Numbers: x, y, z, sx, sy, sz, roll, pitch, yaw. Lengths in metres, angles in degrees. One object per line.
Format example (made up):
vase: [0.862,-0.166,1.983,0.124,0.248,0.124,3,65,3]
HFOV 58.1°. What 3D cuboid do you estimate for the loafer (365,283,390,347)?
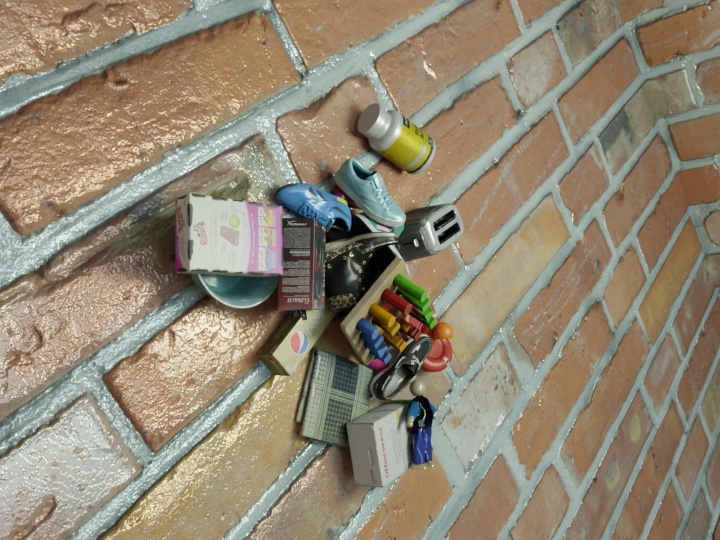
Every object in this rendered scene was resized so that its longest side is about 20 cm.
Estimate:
loafer: [0.037,0.096,1.552,0.071,0.073,0.201,-47,133,-24]

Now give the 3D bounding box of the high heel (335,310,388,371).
high heel: [0.029,0.168,1.533,0.067,0.095,0.201,-49,116,-35]

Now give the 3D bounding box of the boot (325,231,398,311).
boot: [0.000,0.000,1.431,0.198,0.073,0.152,-12,84,-11]

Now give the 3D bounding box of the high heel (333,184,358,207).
high heel: [0.018,-0.150,1.583,0.199,0.067,0.097,31,54,-19]

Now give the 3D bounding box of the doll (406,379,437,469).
doll: [0.141,0.359,1.522,0.136,0.048,0.203,12,74,-55]

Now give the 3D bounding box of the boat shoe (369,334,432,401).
boat shoe: [0.108,0.234,1.555,0.199,0.060,0.074,-39,114,-19]

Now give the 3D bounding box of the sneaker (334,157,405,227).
sneaker: [0.031,-0.182,1.499,0.199,0.082,0.074,37,48,-2]

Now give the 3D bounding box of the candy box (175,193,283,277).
candy box: [-0.241,-0.060,1.201,0.199,0.061,0.138,5,82,-42]

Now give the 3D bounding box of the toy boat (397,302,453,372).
toy boat: [0.181,0.162,1.649,0.130,0.130,0.202,-37,109,-38]

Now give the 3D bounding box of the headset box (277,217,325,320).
headset box: [-0.118,0.001,1.327,0.149,0.074,0.203,31,60,-83]

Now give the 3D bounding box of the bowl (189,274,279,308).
bowl: [-0.263,-0.022,1.287,0.199,0.104,0.203,7,79,-41]

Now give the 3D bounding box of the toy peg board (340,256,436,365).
toy peg board: [0.075,0.113,1.428,0.200,0.097,0.201,-49,149,-15]

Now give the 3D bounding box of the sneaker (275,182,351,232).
sneaker: [-0.100,-0.137,1.459,0.199,0.066,0.079,16,49,-38]

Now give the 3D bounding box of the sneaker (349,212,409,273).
sneaker: [0.071,-0.067,1.543,0.120,0.084,0.201,-27,73,-42]

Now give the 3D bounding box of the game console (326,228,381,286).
game console: [-0.013,-0.019,1.573,0.199,0.116,0.178,2,113,-41]

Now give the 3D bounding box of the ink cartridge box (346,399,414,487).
ink cartridge box: [0.063,0.399,1.518,0.199,0.083,0.147,-10,92,-55]

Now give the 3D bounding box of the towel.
towel: [-0.057,0.300,1.488,0.192,0.034,0.202,27,65,-40]

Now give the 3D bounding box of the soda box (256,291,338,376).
soda box: [-0.133,0.133,1.413,0.068,0.064,0.200,53,54,-23]

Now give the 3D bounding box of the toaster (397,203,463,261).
toaster: [0.177,-0.104,1.681,0.199,0.128,0.115,-32,106,-40]

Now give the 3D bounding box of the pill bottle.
pill bottle: [0.089,-0.336,1.643,0.199,0.111,0.112,27,67,-37]
